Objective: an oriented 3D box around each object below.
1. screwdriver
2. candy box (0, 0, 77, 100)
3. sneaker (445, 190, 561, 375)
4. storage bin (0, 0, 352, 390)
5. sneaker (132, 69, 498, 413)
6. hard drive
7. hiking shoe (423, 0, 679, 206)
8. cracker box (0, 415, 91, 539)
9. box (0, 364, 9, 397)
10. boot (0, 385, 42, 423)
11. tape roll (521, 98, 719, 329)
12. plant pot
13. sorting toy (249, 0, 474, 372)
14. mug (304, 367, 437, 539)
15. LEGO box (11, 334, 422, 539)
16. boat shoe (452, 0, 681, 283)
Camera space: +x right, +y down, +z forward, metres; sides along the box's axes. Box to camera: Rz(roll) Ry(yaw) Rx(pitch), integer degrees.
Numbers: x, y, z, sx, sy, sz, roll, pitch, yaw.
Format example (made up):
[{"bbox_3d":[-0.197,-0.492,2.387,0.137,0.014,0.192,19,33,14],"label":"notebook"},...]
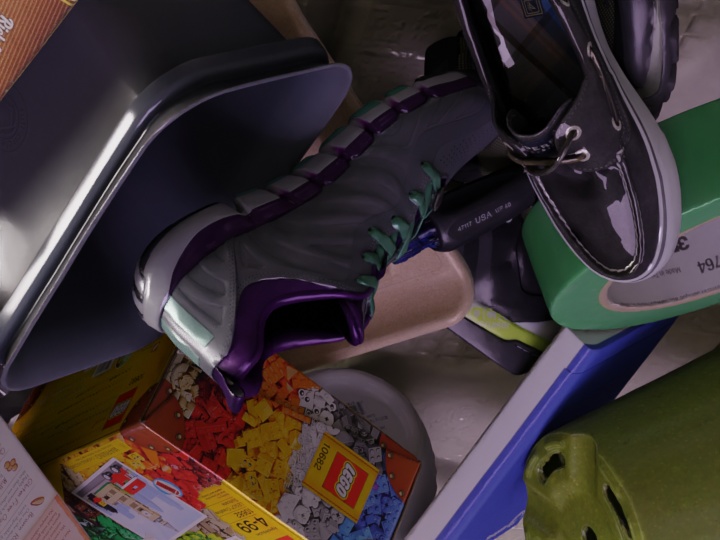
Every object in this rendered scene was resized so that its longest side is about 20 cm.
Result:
[{"bbox_3d":[0.000,0.000,0.985,0.199,0.028,0.029,-29,146,-21],"label":"screwdriver"},{"bbox_3d":[-0.196,-0.102,0.861,0.116,0.057,0.200,37,134,-13],"label":"candy box"},{"bbox_3d":[0.043,-0.023,1.131,0.199,0.072,0.083,35,93,-30],"label":"sneaker"},{"bbox_3d":[-0.113,-0.069,0.948,0.145,0.135,0.200,-19,155,-47],"label":"storage bin"},{"bbox_3d":[0.000,-0.011,0.937,0.199,0.088,0.075,-33,153,-18],"label":"sneaker"},{"bbox_3d":[0.104,0.092,1.210,0.132,0.025,0.201,-22,151,-53],"label":"hard drive"},{"bbox_3d":[0.084,-0.092,1.001,0.100,0.076,0.201,4,147,-15],"label":"hiking shoe"},{"bbox_3d":[-0.228,0.083,1.023,0.133,0.058,0.201,17,150,33],"label":"cracker box"},{"bbox_3d":[-0.253,0.010,1.051,0.158,0.049,0.200,42,153,-15],"label":"box"},{"bbox_3d":[-0.179,0.065,1.227,0.149,0.074,0.201,6,139,-9],"label":"boot"},{"bbox_3d":[0.182,-0.031,1.061,0.199,0.049,0.201,-18,163,-6],"label":"tape roll"},{"bbox_3d":[0.197,0.128,1.172,0.188,0.201,0.201,-14,153,-27],"label":"plant pot"},{"bbox_3d":[-0.061,-0.038,1.049,0.184,0.037,0.201,-18,117,29],"label":"sorting toy"},{"bbox_3d":[-0.050,0.148,1.285,0.198,0.149,0.176,3,137,-18],"label":"mug"},{"bbox_3d":[-0.088,0.110,1.102,0.149,0.078,0.200,37,148,-19],"label":"LEGO box"},{"bbox_3d":[0.085,-0.077,0.928,0.069,0.066,0.202,-5,114,33],"label":"boat shoe"}]
